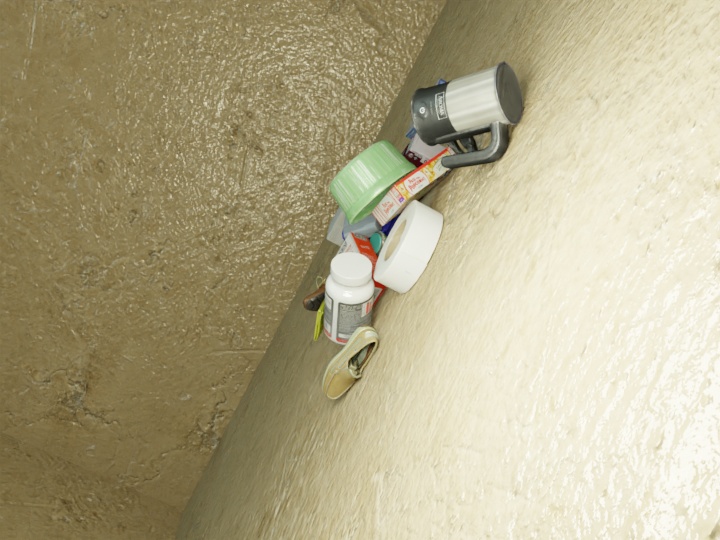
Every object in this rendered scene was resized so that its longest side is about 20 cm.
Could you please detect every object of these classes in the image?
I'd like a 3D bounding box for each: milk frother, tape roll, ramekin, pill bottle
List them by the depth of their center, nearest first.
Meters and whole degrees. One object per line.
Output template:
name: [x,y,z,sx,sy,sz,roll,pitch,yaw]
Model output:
milk frother: [0.235,-0.303,1.354,0.187,0.182,0.200,-7,15,37]
tape roll: [0.105,-0.052,1.518,0.203,0.070,0.203,-60,10,18]
ramekin: [0.024,-0.206,1.559,0.200,0.098,0.200,-39,-4,-3]
pill bottle: [-0.026,0.066,1.585,0.116,0.115,0.201,-75,-8,-51]

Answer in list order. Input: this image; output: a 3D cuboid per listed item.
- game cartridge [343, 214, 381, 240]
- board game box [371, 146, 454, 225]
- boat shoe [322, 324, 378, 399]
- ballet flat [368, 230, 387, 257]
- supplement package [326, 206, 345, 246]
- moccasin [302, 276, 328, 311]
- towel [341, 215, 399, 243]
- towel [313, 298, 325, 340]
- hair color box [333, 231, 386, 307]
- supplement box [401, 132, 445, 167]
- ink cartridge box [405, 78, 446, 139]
game cartridge: [0.017,-0.171,1.929,0.132,0.042,0.201,-14,46,33]
board game box: [0.133,-0.198,1.588,0.200,0.046,0.152,-37,-4,-28]
boat shoe: [-0.024,0.217,1.521,0.201,0.071,0.076,-62,25,19]
ballet flat: [0.049,-0.061,1.849,0.075,0.074,0.200,-66,14,-17]
supplement package: [-0.029,-0.201,2.517,0.201,0.110,0.156,-59,11,23]
moccasin: [-0.090,0.054,1.990,0.201,0.077,0.074,-35,-42,-29]
towel: [0.035,-0.147,1.951,0.199,0.049,0.149,-4,60,46]
towel: [-0.079,0.094,1.726,0.200,0.018,0.087,-61,-19,-63]
hair color box: [0.000,0.000,1.764,0.102,0.061,0.201,-58,34,26]
supplement box: [0.141,-0.255,1.755,0.200,0.108,0.061,-50,16,57]
ink cartridge box: [0.218,-0.471,2.018,0.137,0.076,0.200,-67,9,-16]
